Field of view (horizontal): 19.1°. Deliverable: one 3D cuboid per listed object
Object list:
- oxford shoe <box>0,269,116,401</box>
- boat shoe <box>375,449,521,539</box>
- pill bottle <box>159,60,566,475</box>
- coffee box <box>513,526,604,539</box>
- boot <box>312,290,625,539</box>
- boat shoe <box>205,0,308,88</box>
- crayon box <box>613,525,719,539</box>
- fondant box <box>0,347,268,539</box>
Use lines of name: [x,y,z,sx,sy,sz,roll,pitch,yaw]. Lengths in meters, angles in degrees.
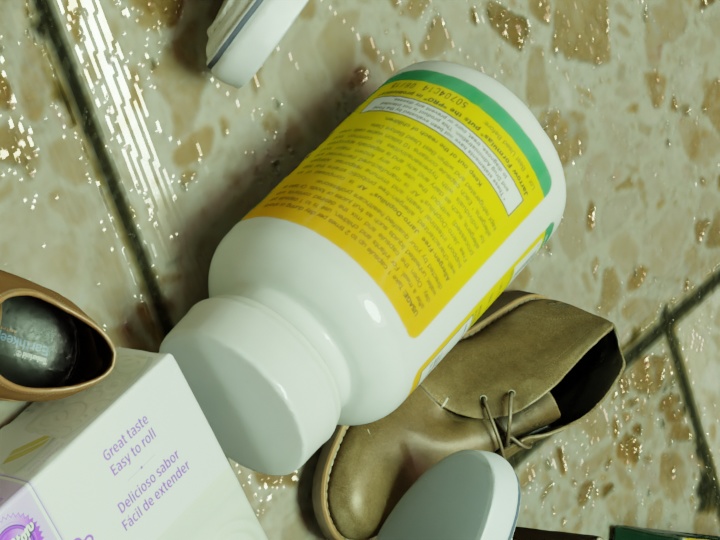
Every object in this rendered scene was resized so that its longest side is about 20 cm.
oxford shoe: [-0.182,0.014,0.851,0.199,0.071,0.072,11,86,-43]
boat shoe: [0.042,0.186,1.045,0.086,0.075,0.203,19,97,-36]
pill bottle: [0.000,0.000,1.001,0.200,0.112,0.113,-46,122,-33]
coffee box: [0.166,0.212,1.121,0.199,0.113,0.080,28,79,-16]
boot: [0.057,0.073,1.087,0.200,0.075,0.074,-37,121,-35]
boat shoe: [-0.036,-0.181,0.998,0.070,0.071,0.201,29,73,-13]
crayon box: [0.220,0.247,1.268,0.199,0.058,0.174,12,84,-43]
fondant box: [-0.105,0.156,0.943,0.144,0.058,0.201,-43,119,-34]
